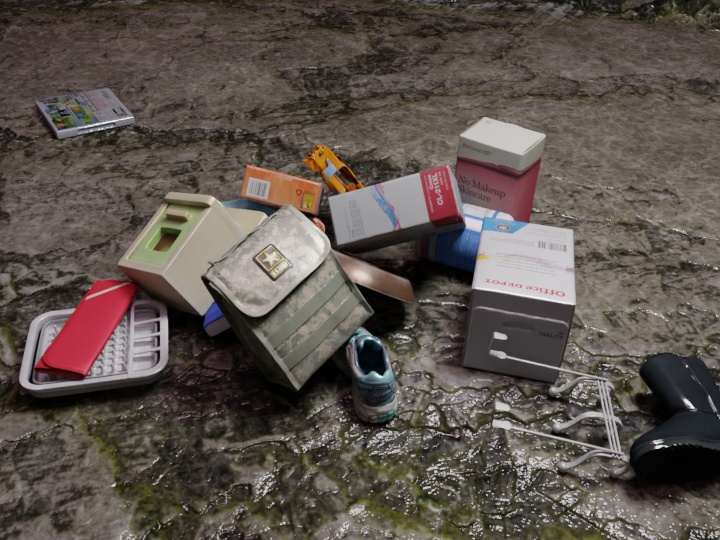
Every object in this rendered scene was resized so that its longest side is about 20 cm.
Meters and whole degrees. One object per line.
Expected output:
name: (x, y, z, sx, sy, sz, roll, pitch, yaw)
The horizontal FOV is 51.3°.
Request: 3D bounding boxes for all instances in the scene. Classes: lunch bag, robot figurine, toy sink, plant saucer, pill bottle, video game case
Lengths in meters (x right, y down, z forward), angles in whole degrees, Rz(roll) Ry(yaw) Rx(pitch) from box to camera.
lunch bag: (-0.104, 0.031, 1.032, 0.164, 0.201, 0.117, -42, 21, -24)
robot figurine: (-0.022, -0.141, 1.363, 0.058, 0.201, 0.145, -40, 12, 2)
toy sink: (-0.261, -0.049, 1.175, 0.129, 0.112, 0.201, 10, 58, 41)
plant saucer: (-0.175, -0.090, 1.280, 0.069, 0.019, 0.199, -15, 26, -36)
pill bottle: (0.202, -0.052, 1.298, 0.197, 0.114, 0.112, 17, 37, 19)
video game case: (-0.656, -0.376, 1.783, 0.180, 0.022, 0.200, -19, 41, -28)
plant saucer: (0.000, 0.000, 1.181, 0.198, 0.035, 0.200, 23, 2, -1)

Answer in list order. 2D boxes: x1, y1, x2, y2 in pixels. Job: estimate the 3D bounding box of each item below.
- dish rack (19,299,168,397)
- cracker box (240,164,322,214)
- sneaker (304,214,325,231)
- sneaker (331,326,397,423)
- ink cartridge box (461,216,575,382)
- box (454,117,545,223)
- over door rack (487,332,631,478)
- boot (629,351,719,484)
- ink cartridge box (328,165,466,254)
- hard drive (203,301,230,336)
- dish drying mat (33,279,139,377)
dish rack: (-0.377, 0.116, 1.083, 0.196, 0.044, 0.173, -6, 37, -12)
cracker box: (-0.136, -0.140, 1.351, 0.132, 0.059, 0.200, 14, 3, -2)
sneaker: (-0.162, -0.061, 1.343, 0.196, 0.074, 0.077, -3, 11, -9)
sneaker: (0.008, 0.117, 1.067, 0.076, 0.087, 0.201, -9, 37, -17)
ink cartridge box: (0.240, 0.039, 1.139, 0.144, 0.148, 0.201, 9, 35, 9)
box: (0.245, -0.156, 1.368, 0.127, 0.203, 0.109, 22, 38, 27)
over door rack: (0.251, 0.182, 0.993, 0.197, 0.067, 0.149, 23, 35, -8)
boot: (0.411, 0.189, 0.996, 0.197, 0.077, 0.169, 0, 38, -16)
ink cartridge box: (0.062, -0.093, 1.204, 0.197, 0.084, 0.146, -13, -6, 11)
hard drive: (-0.183, 0.013, 1.188, 0.131, 0.026, 0.201, -28, 28, 8)
dish drying mat: (-0.390, 0.078, 1.084, 0.075, 0.018, 0.201, 6, 35, 5)
